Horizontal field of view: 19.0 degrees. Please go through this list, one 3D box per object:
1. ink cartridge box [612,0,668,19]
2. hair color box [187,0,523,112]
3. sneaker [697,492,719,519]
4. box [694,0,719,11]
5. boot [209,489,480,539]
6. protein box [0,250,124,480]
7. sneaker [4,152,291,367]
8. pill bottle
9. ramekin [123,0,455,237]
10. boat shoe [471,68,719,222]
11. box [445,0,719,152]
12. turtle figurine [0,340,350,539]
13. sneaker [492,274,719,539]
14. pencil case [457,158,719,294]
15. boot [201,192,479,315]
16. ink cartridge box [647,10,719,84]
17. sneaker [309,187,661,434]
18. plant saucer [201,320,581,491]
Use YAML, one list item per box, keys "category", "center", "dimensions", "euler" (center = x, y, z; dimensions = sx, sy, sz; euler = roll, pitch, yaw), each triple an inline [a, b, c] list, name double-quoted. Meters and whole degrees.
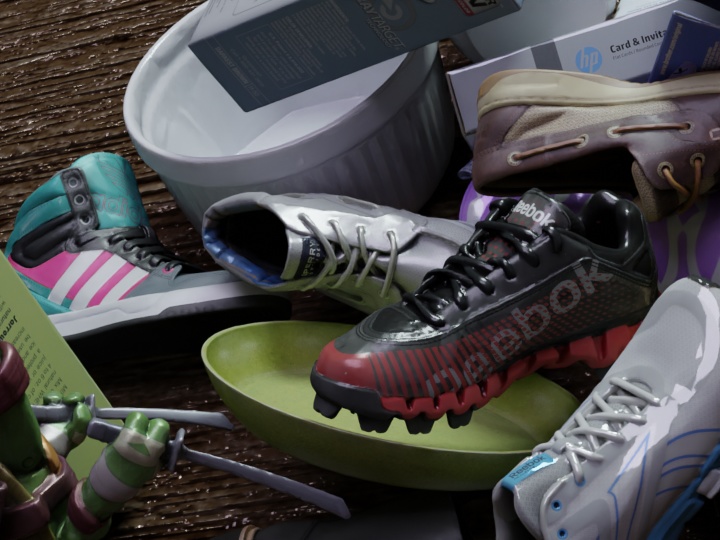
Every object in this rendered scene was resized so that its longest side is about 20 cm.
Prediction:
- category: "ink cartridge box"
  center: [0.257, -0.189, 1.285]
  dimensions: [0.198, 0.041, 0.200]
  euler: [-14, 25, 26]
- category: "hair color box"
  center: [0.006, -0.167, 1.208]
  dimensions: [0.199, 0.061, 0.099]
  euler: [-17, 38, 37]
- category: "sneaker"
  center: [0.201, 0.082, 1.006]
  dimensions: [0.090, 0.079, 0.200]
  euler: [-34, 39, -24]
- category: "box"
  center: [0.266, -0.181, 1.060]
  dimensions: [0.148, 0.199, 0.108]
  euler: [143, 144, -64]
- category: "boot"
  center: [-0.003, 0.174, 1.000]
  dimensions: [0.137, 0.078, 0.201]
  euler: [-20, 38, 9]
- category: "protein box"
  center: [-0.250, 0.101, 1.111]
  dimensions: [0.134, 0.201, 0.199]
  euler: [-7, 39, 35]
- category: "sneaker"
  center: [-0.132, -0.012, 1.273]
  dimensions: [0.198, 0.084, 0.122]
  euler: [-8, 71, 22]
- category: "pill bottle"
  center: [0.097, -0.184, 1.313]
  dimensions: [0.112, 0.114, 0.200]
  euler: [-20, 19, 5]
- category: "ramekin"
  center: [-0.035, -0.092, 1.322]
  dimensions: [0.199, 0.105, 0.201]
  euler: [-15, 38, 12]
- category: "boat shoe"
  center: [0.152, -0.055, 1.082]
  dimensions: [0.198, 0.072, 0.072]
  euler: [6, 65, 12]
- category: "box"
  center: [0.155, -0.108, 1.207]
  dimensions: [0.198, 0.156, 0.041]
  euler: [-17, 80, 8]
- category: "turtle figurine"
  center: [-0.140, 0.064, 1.039]
  dimensions: [0.199, 0.195, 0.144]
  euler: [-29, 25, 8]
- category: "sneaker"
  center: [0.107, 0.091, 0.959]
  dimensions: [0.075, 0.086, 0.201]
  euler: [23, 89, 55]
- category: "pencil case"
  center: [0.148, -0.014, 1.152]
  dimensions: [0.199, 0.085, 0.085]
  euler: [7, 25, 33]
- category: "boot"
  center: [0.000, 0.000, 1.150]
  dimensions: [0.095, 0.074, 0.199]
  euler: [0, 9, -42]
- category: "ink cartridge box"
  center: [0.246, -0.091, 1.089]
  dimensions: [0.198, 0.120, 0.042]
  euler: [11, 67, 2]
- category: "sneaker"
  center: [0.062, 0.013, 1.026]
  dimensions: [0.199, 0.099, 0.071]
  euler: [-16, 28, -26]
- category: "plant saucer"
  center: [0.016, 0.070, 1.084]
  dimensions: [0.198, 0.031, 0.200]
  euler: [9, 13, -2]
